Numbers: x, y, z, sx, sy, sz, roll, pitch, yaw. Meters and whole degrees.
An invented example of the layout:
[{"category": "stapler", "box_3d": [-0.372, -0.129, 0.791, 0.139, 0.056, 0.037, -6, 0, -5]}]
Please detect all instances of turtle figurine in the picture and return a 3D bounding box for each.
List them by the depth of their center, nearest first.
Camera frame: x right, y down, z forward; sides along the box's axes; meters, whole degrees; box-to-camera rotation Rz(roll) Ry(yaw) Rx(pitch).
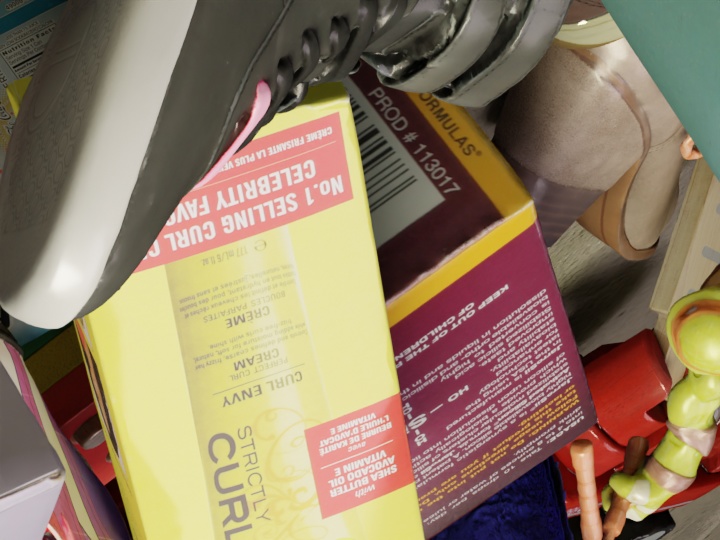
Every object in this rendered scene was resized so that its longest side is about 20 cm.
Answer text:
[{"category": "turtle figurine", "box_3d": [0.142, 0.004, 0.941, 0.161, 0.064, 0.200, -28, 136, -65]}]

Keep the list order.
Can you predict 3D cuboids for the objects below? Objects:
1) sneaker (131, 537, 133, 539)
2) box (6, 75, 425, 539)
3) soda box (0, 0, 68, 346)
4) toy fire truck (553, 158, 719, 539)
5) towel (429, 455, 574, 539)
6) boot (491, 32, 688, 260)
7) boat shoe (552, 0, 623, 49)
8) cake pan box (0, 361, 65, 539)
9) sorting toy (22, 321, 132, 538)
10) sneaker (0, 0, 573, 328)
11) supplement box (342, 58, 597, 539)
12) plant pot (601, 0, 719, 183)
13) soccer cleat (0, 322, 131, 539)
[{"category": "sneaker", "box_3d": [-0.077, 0.121, 0.862, 0.096, 0.079, 0.200, -31, 163, 39]}, {"category": "box", "box_3d": [-0.028, 0.033, 0.670, 0.075, 0.050, 0.200, -18, 129, -11]}, {"category": "soda box", "box_3d": [-0.135, 0.002, 0.670, 0.200, 0.064, 0.068, -30, 160, -19]}, {"category": "toy fire truck", "box_3d": [0.129, 0.040, 1.194, 0.200, 0.129, 0.176, -34, 165, 26]}, {"category": "towel", "box_3d": [0.022, 0.085, 0.974, 0.050, 0.200, 0.148, 21, 129, -25]}, {"category": "boot", "box_3d": [0.106, -0.078, 0.924, 0.146, 0.070, 0.200, -56, 170, 17]}, {"category": "boat shoe", "box_3d": [0.121, -0.137, 0.784, 0.200, 0.073, 0.065, -40, 167, 10]}, {"category": "cake pan box", "box_3d": [-0.135, 0.019, 0.496, 0.052, 0.200, 0.184, -23, 155, -29]}, {"category": "sorting toy", "box_3d": [-0.130, 0.076, 0.850, 0.200, 0.070, 0.199, -37, 162, 1]}, {"category": "sneaker", "box_3d": [-0.005, -0.054, 0.559, 0.071, 0.099, 0.200, -40, -156, 48]}, {"category": "supplement box", "box_3d": [0.000, 0.000, 0.818, 0.086, 0.110, 0.200, -35, 157, -4]}, {"category": "plant pot", "box_3d": [0.124, -0.134, 0.653, 0.201, 0.161, 0.201, -32, 161, -13]}, {"category": "soccer cleat", "box_3d": [-0.094, 0.066, 0.679, 0.068, 0.073, 0.200, -35, 159, -4]}]
